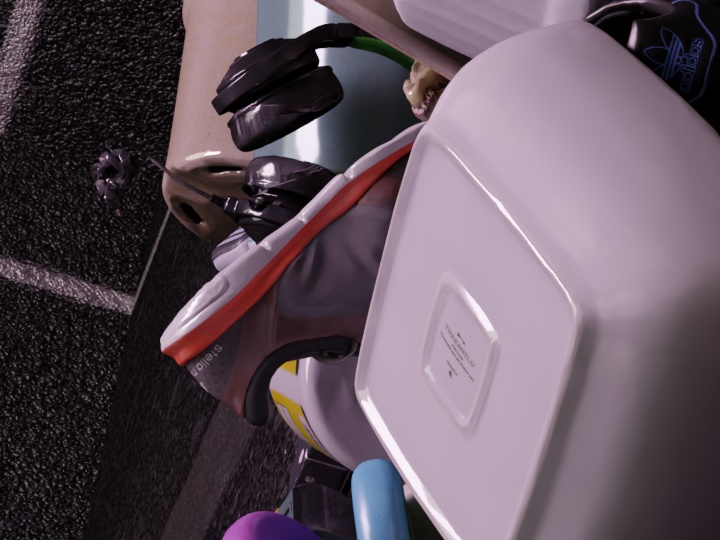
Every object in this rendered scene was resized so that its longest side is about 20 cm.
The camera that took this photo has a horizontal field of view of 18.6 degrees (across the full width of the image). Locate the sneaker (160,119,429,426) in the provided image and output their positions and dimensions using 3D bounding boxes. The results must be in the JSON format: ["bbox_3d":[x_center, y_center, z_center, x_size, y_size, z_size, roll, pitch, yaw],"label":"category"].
[{"bbox_3d":[0.000,0.000,1.053,0.200,0.082,0.077,-39,-1,-12],"label":"sneaker"}]

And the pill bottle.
[{"bbox_3d":[0.009,0.051,1.202,0.200,0.114,0.115,-173,99,-80],"label":"pill bottle"}]

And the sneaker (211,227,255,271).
[{"bbox_3d":[-0.012,-0.009,1.407,0.074,0.088,0.200,-41,12,-32],"label":"sneaker"}]

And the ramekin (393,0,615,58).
[{"bbox_3d":[0.090,-0.179,0.980,0.200,0.097,0.201,22,-90,-79],"label":"ramekin"}]

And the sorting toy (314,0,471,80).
[{"bbox_3d":[0.036,-0.196,1.078,0.036,0.185,0.201,-16,59,44],"label":"sorting toy"}]

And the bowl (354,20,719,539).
[{"bbox_3d":[0.066,0.030,0.803,0.200,0.074,0.200,54,139,45],"label":"bowl"}]

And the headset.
[{"bbox_3d":[-0.036,-0.062,1.113,0.094,0.199,0.124,150,111,-77],"label":"headset"}]

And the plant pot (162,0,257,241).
[{"bbox_3d":[-0.052,-0.115,1.526,0.201,0.200,0.184,124,163,-60],"label":"plant pot"}]

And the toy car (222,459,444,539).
[{"bbox_3d":[-0.006,0.164,0.929,0.200,0.150,0.175,-52,15,17],"label":"toy car"}]

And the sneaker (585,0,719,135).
[{"bbox_3d":[0.119,-0.080,0.903,0.200,0.078,0.070,180,106,-79],"label":"sneaker"}]

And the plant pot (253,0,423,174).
[{"bbox_3d":[0.021,-0.129,1.251,0.200,0.199,0.197,143,135,-74],"label":"plant pot"}]

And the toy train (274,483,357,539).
[{"bbox_3d":[-0.034,0.215,1.288,0.114,0.085,0.200,-59,15,23],"label":"toy train"}]

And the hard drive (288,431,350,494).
[{"bbox_3d":[0.001,0.043,1.482,0.140,0.038,0.201,-89,17,-56],"label":"hard drive"}]

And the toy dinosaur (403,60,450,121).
[{"bbox_3d":[0.038,-0.164,1.131,0.047,0.088,0.201,-24,36,54],"label":"toy dinosaur"}]
